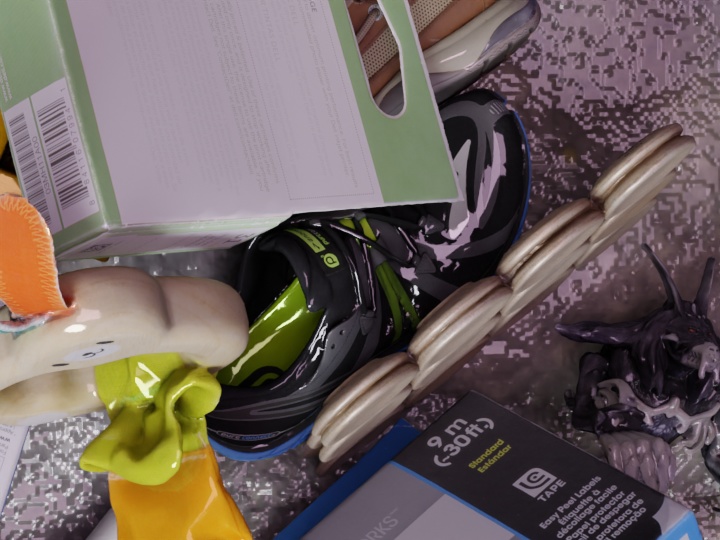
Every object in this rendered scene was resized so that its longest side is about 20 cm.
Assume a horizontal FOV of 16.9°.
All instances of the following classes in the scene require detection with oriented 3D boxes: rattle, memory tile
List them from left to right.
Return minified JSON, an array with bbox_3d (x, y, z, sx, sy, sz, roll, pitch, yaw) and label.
[{"bbox_3d":[-0.103,0.064,0.892,0.129,0.200,0.144,4,80,0],"label":"rattle"},{"bbox_3d":[0.056,0.014,1.035,0.200,0.153,0.017,-39,82,-8],"label":"memory tile"}]

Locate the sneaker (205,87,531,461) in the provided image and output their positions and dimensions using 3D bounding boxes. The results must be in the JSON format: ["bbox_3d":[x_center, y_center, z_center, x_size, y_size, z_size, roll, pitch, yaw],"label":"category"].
[{"bbox_3d":[-0.001,0.000,1.053,0.200,0.083,0.071,-44,64,-5],"label":"sneaker"}]

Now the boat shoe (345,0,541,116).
[{"bbox_3d":[-0.014,-0.084,1.053,0.199,0.076,0.072,-34,89,-26],"label":"boat shoe"}]

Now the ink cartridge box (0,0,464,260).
[{"bbox_3d":[-0.057,-0.083,0.969,0.199,0.048,0.147,-4,75,-48],"label":"ink cartridge box"}]

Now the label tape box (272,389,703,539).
[{"bbox_3d":[0.026,0.124,0.996,0.143,0.199,0.066,-39,132,-22],"label":"label tape box"}]

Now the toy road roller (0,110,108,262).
[{"bbox_3d":[-0.158,-0.090,0.995,0.199,0.146,0.124,22,89,-10],"label":"toy road roller"}]

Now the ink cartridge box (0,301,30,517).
[{"bbox_3d":[-0.217,0.092,1.000,0.135,0.076,0.201,19,69,-9],"label":"ink cartridge box"}]

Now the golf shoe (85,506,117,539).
[{"bbox_3d":[-0.149,0.167,1.046,0.088,0.077,0.201,34,85,-1],"label":"golf shoe"}]

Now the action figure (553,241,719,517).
[{"bbox_3d":[0.138,0.092,1.077,0.118,0.102,0.202,11,91,-25],"label":"action figure"}]
